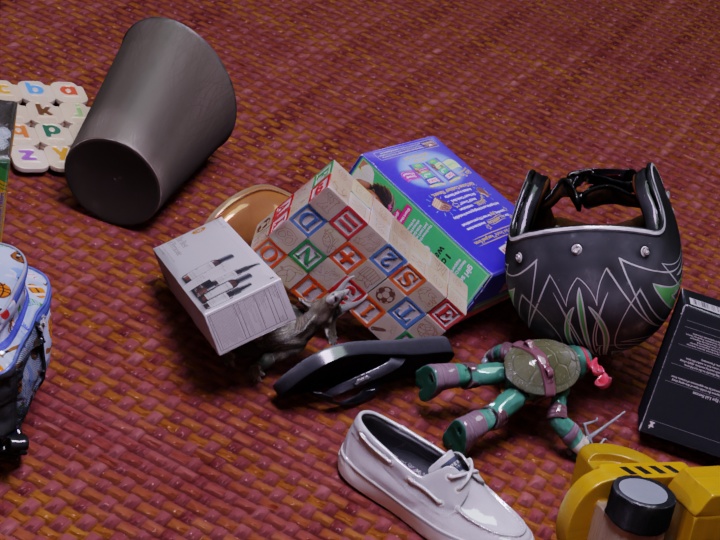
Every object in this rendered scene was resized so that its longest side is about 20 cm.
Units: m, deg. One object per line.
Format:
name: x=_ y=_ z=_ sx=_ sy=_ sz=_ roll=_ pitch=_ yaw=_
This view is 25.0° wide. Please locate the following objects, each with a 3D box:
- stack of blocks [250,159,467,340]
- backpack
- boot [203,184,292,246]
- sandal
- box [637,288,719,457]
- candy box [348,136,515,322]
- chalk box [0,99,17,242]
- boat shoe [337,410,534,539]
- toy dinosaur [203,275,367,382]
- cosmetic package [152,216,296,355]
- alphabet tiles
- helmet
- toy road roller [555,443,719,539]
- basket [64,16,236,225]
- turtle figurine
stack of blocks: x=0.000 y=0.000 z=1.642 sx=0.200 sy=0.115 sz=0.059 roll=42 pitch=26 yaw=-18
backpack: x=-0.358 y=0.054 z=1.420 sx=0.199 sy=0.155 sz=0.191 roll=12 pitch=21 yaw=0
boot: x=-0.057 y=-0.024 z=1.737 sx=0.199 sy=0.074 sz=0.155 roll=-15 pitch=47 yaw=-36
sandal: x=0.011 y=0.099 z=1.578 sx=0.199 sy=0.076 sz=0.043 roll=-8 pitch=65 yaw=-31
box: x=0.395 y=0.119 z=1.632 sx=0.199 sy=0.142 sz=0.079 roll=19 pitch=14 yaw=4
candy box: x=0.095 y=-0.050 z=1.782 sx=0.200 sy=0.077 sz=0.169 roll=42 pitch=29 yaw=18
chalk box: x=-0.456 y=-0.104 z=1.639 sx=0.199 sy=0.124 sz=0.125 roll=7 pitch=33 yaw=-12
boat shoe: x=0.072 y=0.191 z=1.457 sx=0.200 sy=0.069 sz=0.072 roll=32 pitch=35 yaw=25
toy dinosaur: x=-0.093 y=0.056 z=1.606 sx=0.200 sy=0.077 sz=0.102 roll=1 pitch=18 yaw=44
cosmetic package: x=-0.136 y=0.011 z=1.580 sx=0.082 sy=0.051 sz=0.200 roll=-24 pitch=25 yaw=-13
alphabet tiles: x=-0.360 y=-0.165 z=1.875 sx=0.199 sy=0.015 sz=0.196 roll=-2 pitch=37 yaw=-26
helmet: x=0.237 y=-0.008 z=1.658 sx=0.199 sy=0.200 sz=0.191 roll=14 pitch=50 yaw=-3
toy road roller: x=0.269 y=0.221 z=1.454 sx=0.199 sy=0.123 sz=0.146 roll=1 pitch=23 yaw=-21
basket: x=-0.235 y=-0.151 z=1.791 sx=0.135 sy=0.181 sz=0.200 roll=-5 pitch=36 yaw=23
turtle figurine: x=0.162 y=0.113 z=1.599 sx=0.199 sy=0.101 sz=0.150 roll=-11 pitch=40 yaw=-28
